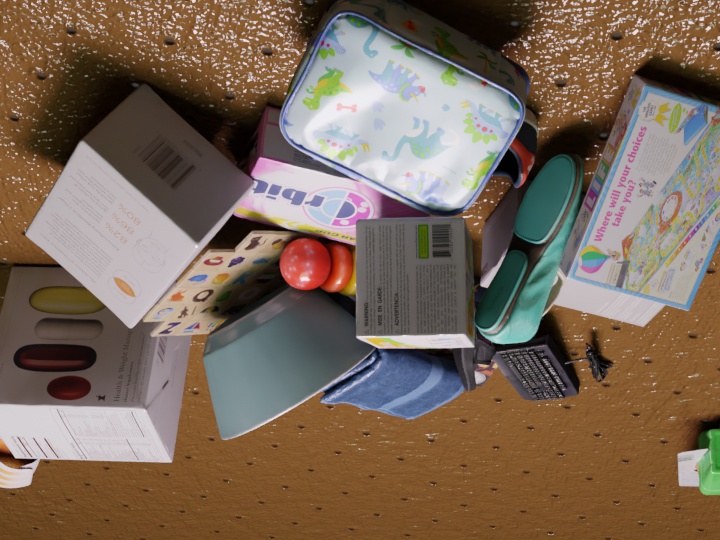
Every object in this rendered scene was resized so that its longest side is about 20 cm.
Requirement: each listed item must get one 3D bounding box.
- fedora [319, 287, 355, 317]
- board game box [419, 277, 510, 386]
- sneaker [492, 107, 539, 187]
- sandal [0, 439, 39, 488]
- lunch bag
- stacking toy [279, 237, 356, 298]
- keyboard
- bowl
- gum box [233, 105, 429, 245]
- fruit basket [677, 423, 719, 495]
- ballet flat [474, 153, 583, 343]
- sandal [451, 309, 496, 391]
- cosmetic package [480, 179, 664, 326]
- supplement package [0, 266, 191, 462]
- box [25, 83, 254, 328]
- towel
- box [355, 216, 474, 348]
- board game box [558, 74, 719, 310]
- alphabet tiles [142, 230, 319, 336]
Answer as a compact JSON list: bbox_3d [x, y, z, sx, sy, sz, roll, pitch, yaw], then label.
[{"bbox_3d":[-0.074,0.061,1.725,0.200,0.092,0.201,4,149,2],"label":"fedora"},{"bbox_3d":[0.117,0.072,1.770,0.135,0.035,0.200,12,148,-10],"label":"board game box"},{"bbox_3d":[0.072,-0.121,1.411,0.199,0.085,0.075,5,149,2],"label":"sneaker"},{"bbox_3d":[-0.534,0.308,2.241,0.079,0.059,0.207,14,148,-15],"label":"sandal"},{"bbox_3d":[0.036,-0.147,1.312,0.199,0.083,0.161,25,123,-6],"label":"lunch bag"},{"bbox_3d":[0.000,0.000,1.575,0.199,0.086,0.085,6,153,-35],"label":"stacking toy"},{"bbox_3d":[0.241,0.121,1.813,0.127,0.021,0.200,-15,155,14],"label":"keyboard"},{"bbox_3d":[-0.090,0.085,1.581,0.200,0.201,0.105,-26,97,41],"label":"bowl"},{"bbox_3d":[-0.029,-0.090,1.496,0.199,0.066,0.114,13,147,-13],"label":"gum box"},{"bbox_3d":[0.524,0.263,1.992,0.184,0.094,0.200,-2,164,13],"label":"fruit basket"},{"bbox_3d":[0.180,-0.018,1.456,0.070,0.201,0.067,22,-175,-38],"label":"ballet flat"},{"bbox_3d":[0.131,0.076,1.677,0.048,0.076,0.201,-12,149,-4],"label":"sandal"},{"bbox_3d":[0.235,-0.018,1.558,0.199,0.090,0.107,17,146,-13],"label":"cosmetic package"},{"bbox_3d":[-0.321,0.112,1.756,0.199,0.192,0.147,0,148,8],"label":"supplement package"},{"bbox_3d":[-0.226,-0.062,1.485,0.152,0.106,0.200,42,142,-4],"label":"box"},{"bbox_3d":[0.042,0.132,1.748,0.111,0.049,0.200,-29,151,27],"label":"towel"},{"bbox_3d":[0.056,0.017,1.419,0.101,0.113,0.200,-1,175,7],"label":"box"},{"bbox_3d":[0.287,-0.071,1.397,0.134,0.034,0.201,15,110,-15],"label":"board game box"},{"bbox_3d":[-0.135,0.015,1.577,0.166,0.006,0.200,-1,148,-47],"label":"alphabet tiles"}]
